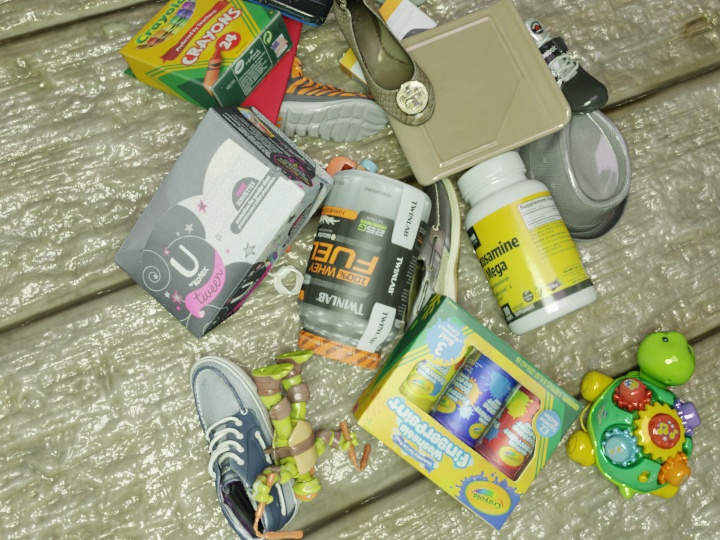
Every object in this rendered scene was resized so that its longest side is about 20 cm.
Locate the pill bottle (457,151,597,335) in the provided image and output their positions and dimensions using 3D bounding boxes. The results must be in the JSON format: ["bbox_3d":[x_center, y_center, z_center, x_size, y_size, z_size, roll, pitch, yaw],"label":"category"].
[{"bbox_3d":[0.194,-0.034,0.882,0.111,0.113,0.203,-20,79,-15],"label":"pill bottle"}]

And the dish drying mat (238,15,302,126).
[{"bbox_3d":[-0.116,-0.246,0.862,0.075,0.018,0.203,3,58,11],"label":"dish drying mat"}]

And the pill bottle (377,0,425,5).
[{"bbox_3d":[0.057,-0.461,0.968,0.108,0.111,0.204,5,75,-9],"label":"pill bottle"}]

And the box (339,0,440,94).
[{"bbox_3d":[0.084,-0.249,0.941,0.199,0.041,0.120,40,89,-1],"label":"box"}]

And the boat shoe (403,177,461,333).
[{"bbox_3d":[0.081,-0.018,0.877,0.063,0.073,0.204,4,75,-15],"label":"boat shoe"}]

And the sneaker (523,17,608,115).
[{"bbox_3d":[0.222,-0.263,0.913,0.074,0.089,0.199,-38,54,-23],"label":"sneaker"}]

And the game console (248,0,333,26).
[{"bbox_3d":[-0.094,-0.409,0.879,0.168,0.119,0.202,19,40,-6],"label":"game console"}]

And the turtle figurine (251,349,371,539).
[{"bbox_3d":[-0.062,0.170,0.761,0.199,0.063,0.165,-19,102,-52],"label":"turtle figurine"}]

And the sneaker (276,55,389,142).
[{"bbox_3d":[-0.059,-0.225,0.904,0.196,0.078,0.114,-2,61,-24],"label":"sneaker"}]

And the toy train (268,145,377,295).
[{"bbox_3d":[-0.066,-0.080,0.875,0.149,0.056,0.201,35,72,0],"label":"toy train"}]

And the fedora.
[{"bbox_3d":[0.280,-0.143,0.937,0.173,0.090,0.204,-4,76,-12],"label":"fedora"}]

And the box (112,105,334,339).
[{"bbox_3d":[-0.143,-0.052,0.774,0.132,0.115,0.201,40,110,3],"label":"box"}]

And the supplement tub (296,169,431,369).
[{"bbox_3d":[0.000,0.000,0.820,0.120,0.123,0.204,15,86,-6],"label":"supplement tub"}]

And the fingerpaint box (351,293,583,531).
[{"bbox_3d":[0.116,0.154,0.810,0.199,0.073,0.168,38,87,-5],"label":"fingerpaint box"}]

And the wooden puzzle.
[{"bbox_3d":[0.127,-0.215,0.881,0.197,0.037,0.188,-23,73,-1],"label":"wooden puzzle"}]

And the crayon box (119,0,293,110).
[{"bbox_3d":[-0.192,-0.263,0.854,0.198,0.051,0.128,25,69,31],"label":"crayon box"}]

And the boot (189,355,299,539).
[{"bbox_3d":[-0.131,0.183,0.765,0.072,0.090,0.202,-33,83,10],"label":"boot"}]

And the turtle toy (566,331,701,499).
[{"bbox_3d":[0.338,0.169,0.861,0.143,0.101,0.203,21,73,-4],"label":"turtle toy"}]

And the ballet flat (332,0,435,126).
[{"bbox_3d":[0.024,-0.259,0.859,0.067,0.046,0.202,-28,76,1],"label":"ballet flat"}]
